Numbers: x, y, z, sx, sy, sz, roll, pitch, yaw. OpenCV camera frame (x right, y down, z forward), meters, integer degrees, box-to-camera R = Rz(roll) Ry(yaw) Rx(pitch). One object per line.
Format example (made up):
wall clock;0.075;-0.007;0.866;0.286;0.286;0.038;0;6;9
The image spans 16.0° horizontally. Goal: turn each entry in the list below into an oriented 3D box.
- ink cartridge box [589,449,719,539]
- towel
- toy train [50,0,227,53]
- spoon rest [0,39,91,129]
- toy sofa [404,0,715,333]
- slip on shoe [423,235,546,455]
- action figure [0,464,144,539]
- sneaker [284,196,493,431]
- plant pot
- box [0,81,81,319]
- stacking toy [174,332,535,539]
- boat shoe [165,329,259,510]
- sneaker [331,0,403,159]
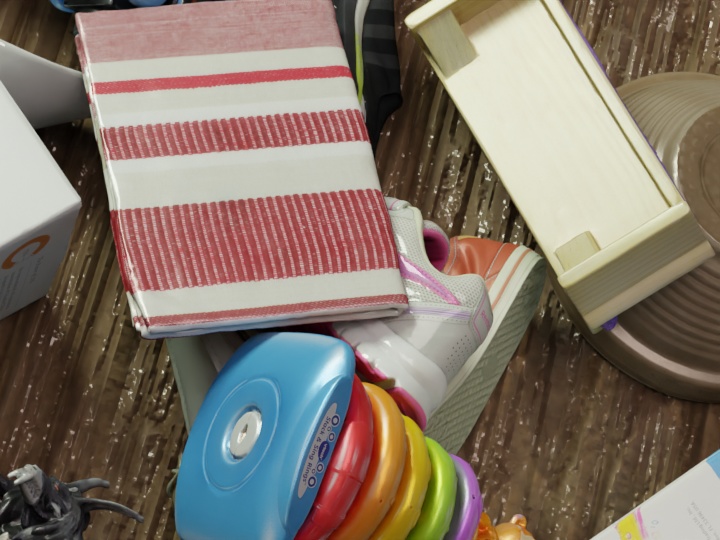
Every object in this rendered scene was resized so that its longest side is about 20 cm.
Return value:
ink cartridge box;0.150;0.198;1.335;0.199;0.125;0.129;-30;78;-24
towel;-0.063;-0.056;1.330;0.143;0.023;0.201;-6;59;-14
toy train;-0.104;-0.201;1.437;0.114;0.086;0.201;33;66;-48
spoon rest;-0.160;-0.086;1.390;0.200;0.099;0.061;33;76;-12
toy sofa;0.111;-0.070;1.419;0.083;0.098;0.201;-31;64;5
slip on shoe;0.032;0.061;1.396;0.061;0.074;0.200;23;63;20
action figure;-0.204;0.144;1.267;0.199;0.102;0.119;-32;51;-21
sneaker;0.000;0.000;1.370;0.088;0.082;0.200;-38;55;-12
plant pot;0.208;-0.033;1.466;0.200;0.093;0.202;5;67;-12
box;-0.256;-0.003;1.303;0.199;0.124;0.098;-30;78;-25
stacking toy;0.017;0.119;1.294;0.199;0.110;0.117;28;77;-31
boat shoe;-0.063;0.110;1.340;0.068;0.075;0.201;-18;75;-27
sneaker;-0.013;-0.123;1.464;0.071;0.083;0.201;-11;46;25
